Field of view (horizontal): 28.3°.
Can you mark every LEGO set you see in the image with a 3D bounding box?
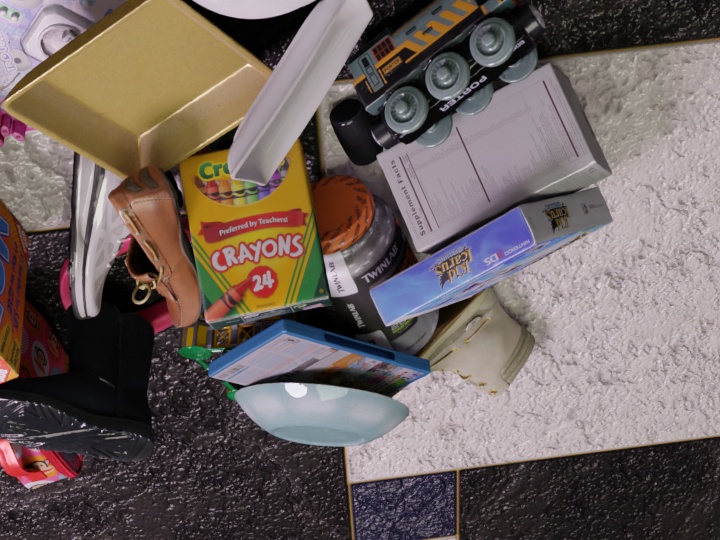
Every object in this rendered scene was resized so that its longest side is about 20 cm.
[{"bbox_3d":[-0.114,0.061,1.607,0.152,0.117,0.200,-10,151,25],"label":"LEGO set"}]

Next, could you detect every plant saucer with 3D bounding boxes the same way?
[{"bbox_3d":[-0.199,-0.178,1.324,0.199,0.049,0.199,-29,148,21],"label":"plant saucer"},{"bbox_3d":[-0.045,0.167,1.595,0.198,0.039,0.201,5,162,2],"label":"plant saucer"}]

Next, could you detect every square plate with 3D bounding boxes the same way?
[{"bbox_3d":[-0.056,-0.169,1.299,0.028,0.200,0.199,33,94,3],"label":"square plate"}]

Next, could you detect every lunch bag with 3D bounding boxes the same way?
[{"bbox_3d":[-0.375,0.143,1.574,0.081,0.177,0.201,-15,136,10],"label":"lunch bag"}]

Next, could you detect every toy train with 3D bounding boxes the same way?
[{"bbox_3d":[0.080,-0.204,1.363,0.199,0.115,0.085,-36,157,20],"label":"toy train"}]

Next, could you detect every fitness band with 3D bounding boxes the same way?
[{"bbox_3d":[-0.238,0.006,1.568,0.199,0.038,0.144,-27,135,17],"label":"fitness band"}]

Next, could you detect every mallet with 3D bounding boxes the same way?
[{"bbox_3d":[0.069,-0.164,1.457,0.198,0.041,0.066,-18,133,2],"label":"mallet"}]

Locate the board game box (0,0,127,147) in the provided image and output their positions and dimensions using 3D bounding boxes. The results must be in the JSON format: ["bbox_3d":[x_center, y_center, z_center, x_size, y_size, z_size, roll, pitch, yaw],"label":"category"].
[{"bbox_3d":[-0.285,-0.215,1.353,0.198,0.026,0.201,-11,135,0],"label":"board game box"}]

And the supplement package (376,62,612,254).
[{"bbox_3d":[0.136,-0.107,1.441,0.198,0.115,0.109,-26,169,16],"label":"supplement package"}]

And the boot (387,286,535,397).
[{"bbox_3d":[0.102,0.109,1.677,0.200,0.072,0.155,-43,131,3],"label":"boot"}]

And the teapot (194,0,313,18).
[{"bbox_3d":[-0.076,-0.293,1.221,0.198,0.200,0.146,-54,146,5],"label":"teapot"}]

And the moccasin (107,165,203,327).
[{"bbox_3d":[-0.205,-0.013,1.424,0.077,0.074,0.202,-27,146,-13],"label":"moccasin"}]

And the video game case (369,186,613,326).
[{"bbox_3d":[0.136,-0.015,1.459,0.199,0.046,0.181,-30,173,35],"label":"video game case"}]

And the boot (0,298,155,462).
[{"bbox_3d":[-0.307,0.105,1.507,0.198,0.169,0.076,17,135,-30],"label":"boot"}]

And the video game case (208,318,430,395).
[{"bbox_3d":[-0.044,0.105,1.539,0.199,0.018,0.143,18,146,-35],"label":"video game case"}]

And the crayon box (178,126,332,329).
[{"bbox_3d":[-0.108,-0.054,1.425,0.125,0.202,0.051,-12,170,1],"label":"crayon box"}]

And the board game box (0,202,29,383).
[{"bbox_3d":[-0.469,0.007,1.411,0.198,0.201,0.201,-21,133,11],"label":"board game box"}]

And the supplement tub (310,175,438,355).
[{"bbox_3d":[0.000,0.000,1.539,0.121,0.123,0.201,-20,134,10],"label":"supplement tub"}]

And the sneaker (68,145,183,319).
[{"bbox_3d":[-0.240,-0.041,1.462,0.114,0.076,0.203,3,111,-13],"label":"sneaker"}]
